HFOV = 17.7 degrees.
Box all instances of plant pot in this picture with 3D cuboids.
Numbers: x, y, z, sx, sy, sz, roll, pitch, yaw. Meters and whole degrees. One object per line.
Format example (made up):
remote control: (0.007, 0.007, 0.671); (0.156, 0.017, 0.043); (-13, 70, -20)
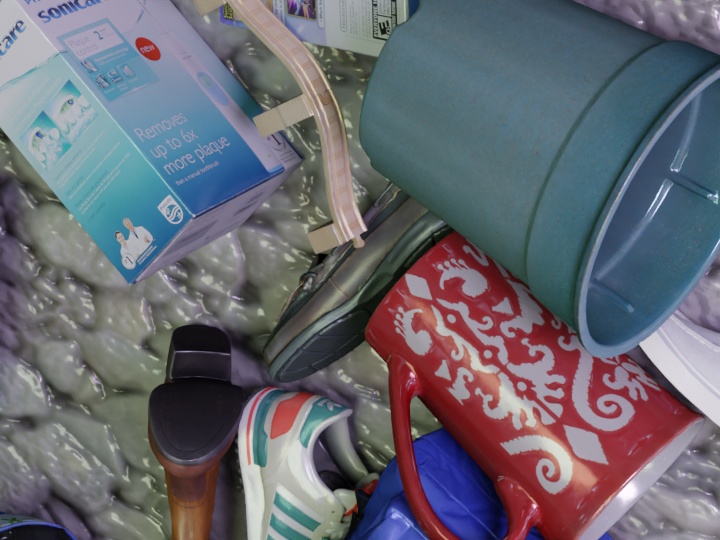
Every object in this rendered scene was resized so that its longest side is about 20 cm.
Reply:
plant pot: (0.118, -0.082, 1.421); (0.196, 0.200, 0.201); (33, 122, 26)

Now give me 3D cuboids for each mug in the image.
mug: (0.096, 0.082, 1.500); (0.200, 0.177, 0.134); (45, 131, 14)

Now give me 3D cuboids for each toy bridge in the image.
toy bridge: (-0.043, -0.105, 1.529); (0.067, 0.027, 0.201); (-20, 98, 53)

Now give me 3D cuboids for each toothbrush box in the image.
toothbrush box: (-0.159, -0.108, 1.593); (0.200, 0.146, 0.085); (50, 124, 7)

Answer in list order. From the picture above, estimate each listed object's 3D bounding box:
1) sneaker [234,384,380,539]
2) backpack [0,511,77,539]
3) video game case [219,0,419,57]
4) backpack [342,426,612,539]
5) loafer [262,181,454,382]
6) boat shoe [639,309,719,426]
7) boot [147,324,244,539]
sneaker: (-0.029, 0.181, 1.669); (0.093, 0.070, 0.201); (2, 106, 37)
backpack: (-0.306, 0.288, 1.811); (0.147, 0.183, 0.201); (10, 105, 50)
video game case: (-0.022, -0.247, 1.493); (0.181, 0.045, 0.201); (17, 117, 42)
backpack: (0.042, 0.223, 1.587); (0.163, 0.168, 0.200); (46, 128, 19)
loafer: (0.000, 0.000, 1.596); (0.200, 0.072, 0.063); (-42, 65, 28)
boat shoe: (0.255, 0.074, 1.466); (0.200, 0.072, 0.069); (43, 103, 18)
boot: (-0.128, 0.165, 1.662); (0.068, 0.188, 0.201); (2, 113, -11)
